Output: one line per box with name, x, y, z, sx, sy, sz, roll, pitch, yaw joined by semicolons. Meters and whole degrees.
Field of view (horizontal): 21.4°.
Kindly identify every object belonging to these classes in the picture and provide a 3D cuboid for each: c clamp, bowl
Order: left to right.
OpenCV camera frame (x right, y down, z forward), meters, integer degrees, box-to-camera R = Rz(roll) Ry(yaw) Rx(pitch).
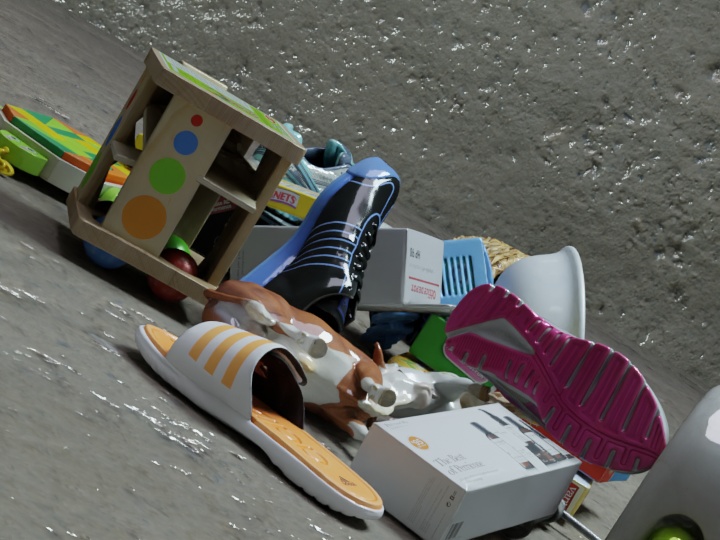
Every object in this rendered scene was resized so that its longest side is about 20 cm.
c clamp;0.113;0.172;1.453;0.170;0.027;0.200;34;7;22
bowl;0.153;0.073;1.829;0.090;0.203;0.201;4;9;-4

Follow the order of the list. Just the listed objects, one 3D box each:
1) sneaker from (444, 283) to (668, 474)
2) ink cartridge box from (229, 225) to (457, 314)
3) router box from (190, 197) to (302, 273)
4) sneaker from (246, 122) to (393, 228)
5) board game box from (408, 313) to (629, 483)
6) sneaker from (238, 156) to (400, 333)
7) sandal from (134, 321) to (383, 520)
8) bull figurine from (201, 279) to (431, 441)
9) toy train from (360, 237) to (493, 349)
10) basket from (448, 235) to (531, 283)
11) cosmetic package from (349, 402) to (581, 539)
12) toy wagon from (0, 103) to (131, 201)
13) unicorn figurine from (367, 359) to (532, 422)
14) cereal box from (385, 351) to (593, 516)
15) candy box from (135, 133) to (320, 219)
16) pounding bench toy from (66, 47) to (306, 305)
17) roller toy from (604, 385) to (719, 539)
sneaker;0.159;0.086;1.440;0.200;0.082;0.088;40;1;33
ink cartridge box;0.000;0.000;1.633;0.198;0.067;0.116;2;-4;18
router box;-0.085;-0.023;1.819;0.149;0.062;0.200;33;6;-4
sneaker;-0.023;-0.073;1.828;0.199;0.087;0.078;28;9;-39
board game box;0.149;0.113;1.662;0.199;0.040;0.153;34;4;16
sneaker;-0.021;-0.001;1.470;0.078;0.200;0.070;32;-25;23
sandal;-0.053;0.080;1.207;0.206;0.059;0.079;35;7;25
bull figurine;-0.026;0.073;1.358;0.199;0.065;0.121;28;4;-25
toy train;0.058;0.024;1.781;0.113;0.087;0.200;-4;-11;-6
basket;0.164;0.059;2.036;0.149;0.143;0.200;36;8;39
cosmetic package;0.075;0.137;1.310;0.082;0.051;0.200;32;15;24
toy wagon;-0.260;-0.094;1.628;0.155;0.040;0.200;34;6;17
unicorn figurine;0.029;0.090;1.505;0.199;0.074;0.137;31;-2;-31
cereal box;0.110;0.139;1.636;0.199;0.040;0.144;34;6;9
candy box;-0.101;-0.079;1.713;0.199;0.027;0.102;21;2;10
pounding bench toy;-0.147;-0.073;1.485;0.124;0.157;0.200;29;7;-16
roller toy;0.263;0.186;1.344;0.139;0.200;0.183;34;-13;13
